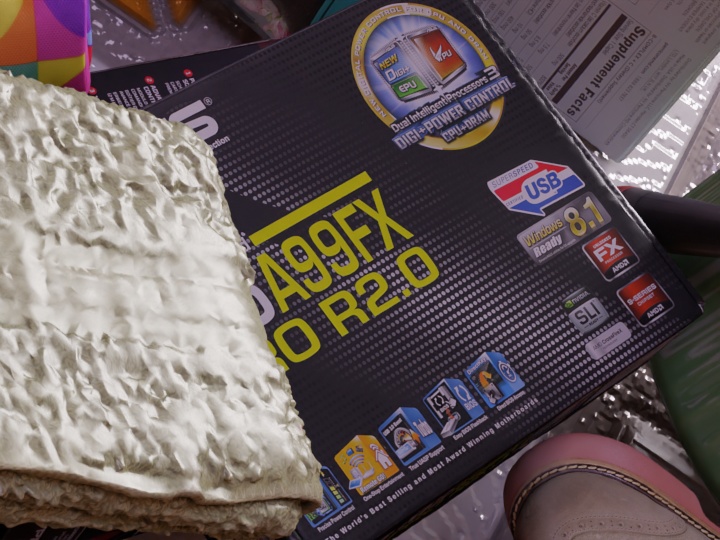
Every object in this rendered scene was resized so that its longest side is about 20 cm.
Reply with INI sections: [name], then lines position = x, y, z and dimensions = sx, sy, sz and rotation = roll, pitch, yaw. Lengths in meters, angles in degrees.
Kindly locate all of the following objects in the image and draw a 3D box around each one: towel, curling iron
[towel]
position = -0.098, 0.006, 0.675
dimensions = 0.199, 0.036, 0.149
rotation = 10, 54, -49
[curling iron]
position = 0.100, -0.009, 0.891
dimensions = 0.025, 0.199, 0.050
rotation = 6, 87, -37

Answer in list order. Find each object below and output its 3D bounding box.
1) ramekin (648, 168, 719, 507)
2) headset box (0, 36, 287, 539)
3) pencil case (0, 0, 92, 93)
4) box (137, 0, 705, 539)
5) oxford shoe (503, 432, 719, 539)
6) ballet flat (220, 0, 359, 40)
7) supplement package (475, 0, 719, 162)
[ramekin]
position = 0.194, 0.033, 0.920
dimensions = 0.200, 0.097, 0.201
rotation = 36, 37, -32
[headset box]
position = -0.067, 0.007, 0.854
dimensions = 0.199, 0.075, 0.149
rotation = -15, 68, -33
[pencil case]
position = -0.180, -0.088, 0.771
dimensions = 0.199, 0.089, 0.089
rotation = -8, 62, -12
[box]
position = 0.000, 0.000, 0.816
dimensions = 0.199, 0.044, 0.161
rotation = -29, 79, -37
[oxford shoe]
position = 0.134, 0.134, 0.840
dimensions = 0.199, 0.071, 0.074
rotation = 27, 27, -13
[ballet flat]
position = -0.010, -0.113, 0.969
dimensions = 0.200, 0.076, 0.064
rotation = 47, 32, 3
[supplement package]
position = 0.141, -0.177, 1.029
dimensions = 0.111, 0.156, 0.200
rotation = 36, 50, -2
